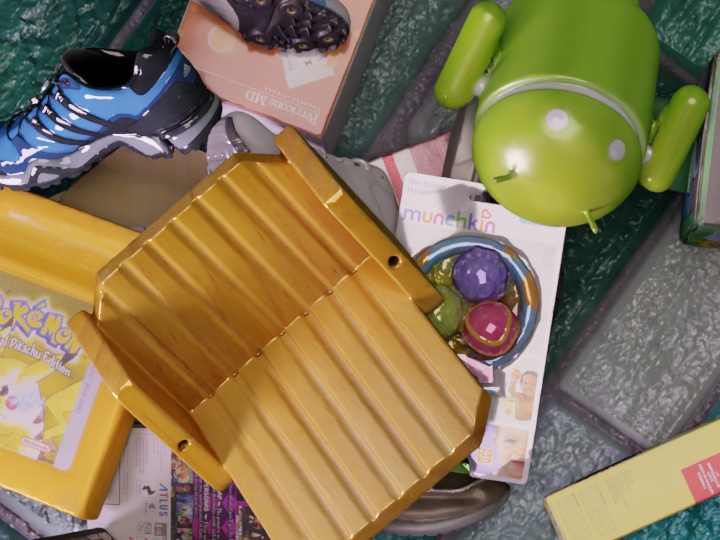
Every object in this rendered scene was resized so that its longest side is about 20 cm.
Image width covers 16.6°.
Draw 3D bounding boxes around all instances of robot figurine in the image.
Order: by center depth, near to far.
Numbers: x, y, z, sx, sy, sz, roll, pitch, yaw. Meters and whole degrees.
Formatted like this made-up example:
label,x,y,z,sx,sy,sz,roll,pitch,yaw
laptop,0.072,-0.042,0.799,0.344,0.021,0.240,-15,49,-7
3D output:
label,x,y,z,sx,sy,sz,roll,pitch,yaw
robot figurine,0.138,-0.113,1.654,0.175,0.116,0.200,23,49,-10

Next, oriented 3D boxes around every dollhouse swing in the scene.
label,x,y,z,sx,sy,sz,roll,pitch,yaw
dollhouse swing,-0.048,0.057,1.583,0.200,0.176,0.182,-40,125,5

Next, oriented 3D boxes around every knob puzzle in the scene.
label,x,y,z,sx,sy,sz,roll,pitch,yaw
knob puzzle,-0.141,0.001,1.750,0.220,0.030,0.220,-1,81,6

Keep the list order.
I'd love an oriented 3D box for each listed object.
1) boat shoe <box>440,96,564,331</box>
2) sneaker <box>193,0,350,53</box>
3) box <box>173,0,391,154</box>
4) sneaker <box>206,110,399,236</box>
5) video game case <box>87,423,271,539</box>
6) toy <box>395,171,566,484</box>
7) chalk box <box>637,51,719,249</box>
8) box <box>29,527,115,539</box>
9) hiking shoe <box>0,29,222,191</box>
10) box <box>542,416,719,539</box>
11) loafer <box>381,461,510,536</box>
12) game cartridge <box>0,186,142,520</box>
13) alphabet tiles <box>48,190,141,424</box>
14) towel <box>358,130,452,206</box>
label,x,y,z,sx,sy,sz,roll,pitch,yaw
boat shoe,0.100,-0.031,1.725,0.093,0.075,0.200,9,94,-4
sneaker,-0.095,-0.209,1.672,0.200,0.072,0.072,23,59,-1
box,-0.046,-0.198,1.749,0.124,0.097,0.200,20,86,4
sneaker,-0.029,-0.049,1.701,0.200,0.075,0.087,44,65,-33
video game case,-0.105,0.206,1.700,0.181,0.036,0.200,-1,89,25
toy,0.071,0.041,1.669,0.115,0.047,0.200,9,95,2
chalk box,0.287,-0.077,1.716,0.200,0.124,0.125,8,85,3
box,-0.169,0.280,1.640,0.200,0.122,0.106,45,110,19
hiking shoe,-0.194,-0.116,1.696,0.200,0.074,0.087,-13,123,22
box,0.228,0.139,1.719,0.200,0.075,0.050,-23,84,-2
loafer,0.005,0.142,1.718,0.200,0.075,0.070,0,102,2
game cartridge,-0.229,0.051,1.719,0.176,0.032,0.200,19,90,19
alphabet tiles,-0.205,0.048,1.769,0.196,0.015,0.200,-25,84,-4
towel,0.000,0.000,1.766,0.200,0.023,0.144,-20,84,0
